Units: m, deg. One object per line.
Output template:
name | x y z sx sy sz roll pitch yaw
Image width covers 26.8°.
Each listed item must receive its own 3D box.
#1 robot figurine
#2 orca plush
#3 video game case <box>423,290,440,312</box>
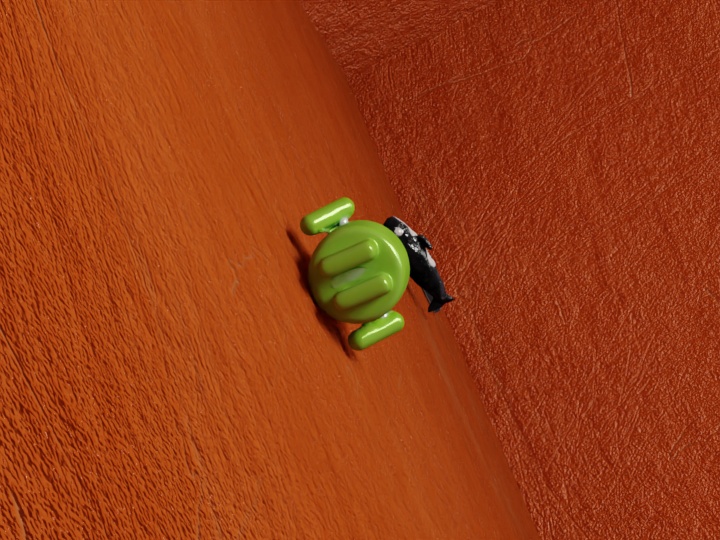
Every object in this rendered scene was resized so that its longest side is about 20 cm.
robot figurine | 0.000 0.000 1.808 0.200 0.115 0.176 -51 116 -83
orca plush | 0.091 -0.001 2.827 0.105 0.071 0.201 3 -53 45
video game case | 0.136 0.010 3.206 0.144 0.019 0.200 64 6 -4
